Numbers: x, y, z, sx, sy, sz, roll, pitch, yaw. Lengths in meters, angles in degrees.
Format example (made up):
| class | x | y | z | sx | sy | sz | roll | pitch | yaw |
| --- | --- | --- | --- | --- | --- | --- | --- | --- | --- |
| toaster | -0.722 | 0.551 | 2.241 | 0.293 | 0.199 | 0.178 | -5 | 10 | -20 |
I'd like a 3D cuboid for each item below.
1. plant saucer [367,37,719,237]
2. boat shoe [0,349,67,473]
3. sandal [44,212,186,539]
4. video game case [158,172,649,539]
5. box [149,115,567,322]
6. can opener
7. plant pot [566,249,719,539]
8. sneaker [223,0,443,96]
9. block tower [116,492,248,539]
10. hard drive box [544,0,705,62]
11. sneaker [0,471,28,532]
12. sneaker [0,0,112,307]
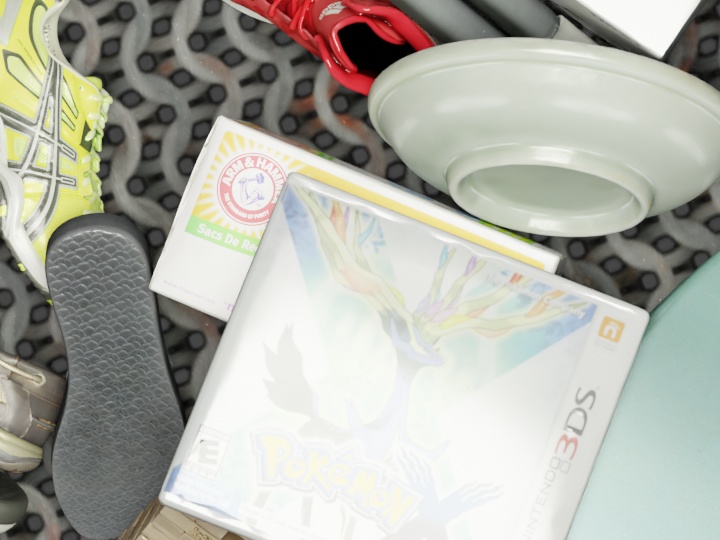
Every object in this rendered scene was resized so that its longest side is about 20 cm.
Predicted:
| class | x | y | z | sx | sy | sz | roll | pitch | yaw |
| --- | --- | --- | --- | --- | --- | --- | --- | --- | --- |
| plant saucer | 0.100 | -0.059 | 1.466 | 0.200 | 0.200 | 0.050 | 7 | 70 | 5 |
| boat shoe | -0.250 | 0.034 | 1.576 | 0.200 | 0.074 | 0.073 | 35 | 84 | -5 |
| sandal | -0.133 | 0.058 | 1.550 | 0.076 | 0.043 | 0.200 | 0 | 117 | -3 |
| video game case | 0.023 | 0.069 | 1.425 | 0.200 | 0.022 | 0.183 | 21 | 81 | 1 |
| box | 0.000 | 0.000 | 1.527 | 0.200 | 0.112 | 0.101 | 23 | 93 | 5 |
| can opener | 0.088 | -0.123 | 1.500 | 0.200 | 0.066 | 0.053 | 34 | 79 | -34 |
| plant pot | 0.179 | 0.093 | 1.503 | 0.141 | 0.141 | 0.200 | 34 | 88 | 4 |
| sneaker | -0.025 | -0.156 | 1.523 | 0.200 | 0.116 | 0.078 | 32 | 94 | 4 |
| block tower | -0.074 | 0.125 | 1.511 | 0.054 | 0.058 | 0.200 | 36 | 125 | -7 |
| hard drive box | 0.113 | -0.180 | 1.469 | 0.156 | 0.200 | 0.077 | 35 | 93 | 4 |
| sneaker | -0.279 | 0.144 | 1.560 | 0.201 | 0.067 | 0.108 | 16 | 94 | 24 |
| sneaker | -0.171 | -0.069 | 1.559 | 0.076 | 0.075 | 0.200 | -20 | 91 | 5 |
